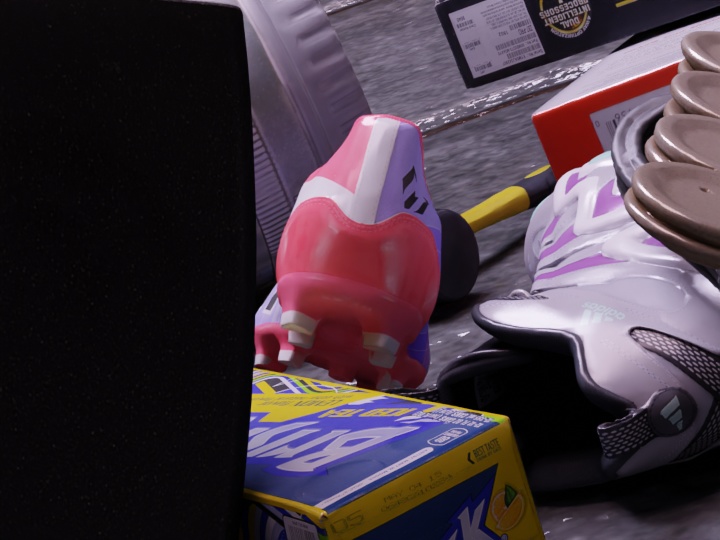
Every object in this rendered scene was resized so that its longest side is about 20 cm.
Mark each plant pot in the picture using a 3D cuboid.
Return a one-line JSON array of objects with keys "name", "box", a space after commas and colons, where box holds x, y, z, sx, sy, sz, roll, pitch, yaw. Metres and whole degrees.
[{"name": "plant pot", "box": [-0.145, 0.040, 0.831, 0.199, 0.179, 0.199, 1, -20, -44]}]

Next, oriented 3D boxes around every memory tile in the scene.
[{"name": "memory tile", "box": [0.156, -0.018, 0.855, 0.152, 0.017, 0.200, 20, 21, 5]}]

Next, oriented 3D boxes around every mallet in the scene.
[{"name": "mallet", "box": [0.069, -0.029, 1.253, 0.199, 0.041, 0.066, -25, 13, -39]}]

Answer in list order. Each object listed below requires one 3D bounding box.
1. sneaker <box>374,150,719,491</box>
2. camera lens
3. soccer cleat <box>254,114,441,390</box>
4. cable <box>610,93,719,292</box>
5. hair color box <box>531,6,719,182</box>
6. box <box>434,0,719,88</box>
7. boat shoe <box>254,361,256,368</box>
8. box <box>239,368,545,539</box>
[{"name": "sneaker", "box": [0.062, 0.021, 0.969, 0.139, 0.078, 0.200, -22, 14, -17]}, {"name": "camera lens", "box": [-0.107, -0.049, 1.247, 0.199, 0.161, 0.160, -28, 15, -8]}, {"name": "soccer cleat", "box": [0.000, 0.000, 1.031, 0.066, 0.077, 0.200, 17, -8, 1]}, {"name": "cable", "box": [0.126, 0.016, 0.869, 0.097, 0.051, 0.200, -34, 37, -14]}, {"name": "hair color box", "box": [0.151, -0.075, 1.224, 0.101, 0.062, 0.200, -19, 9, 25]}, {"name": "box", "box": [0.154, -0.145, 1.290, 0.199, 0.049, 0.161, -17, 9, 39]}, {"name": "boat shoe", "box": [-0.074, 0.041, 1.093, 0.074, 0.067, 0.199, -16, 14, 8]}, {"name": "box", "box": [-0.023, 0.076, 0.897, 0.070, 0.065, 0.200, -25, 16, -26]}]
